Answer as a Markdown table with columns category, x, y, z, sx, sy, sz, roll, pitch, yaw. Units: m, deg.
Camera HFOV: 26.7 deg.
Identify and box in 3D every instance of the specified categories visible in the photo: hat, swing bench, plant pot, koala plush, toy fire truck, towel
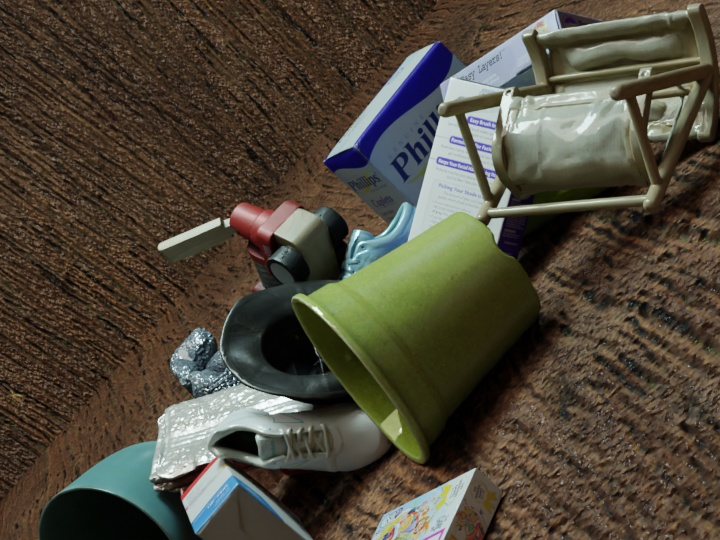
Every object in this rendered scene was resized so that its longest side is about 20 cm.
| category | x | y | z | sx | sy | sz | roll | pitch | yaw |
| --- | --- | --- | --- | --- | --- | --- | --- | --- | --- |
| hat | -0.050 | 0.094 | 1.622 | 0.201 | 0.199 | 0.081 | -60 | -21 | -43 |
| swing bench | 0.217 | -0.149 | 1.443 | 0.198 | 0.131 | 0.200 | -3 | 28 | 39 |
| plant pot | 0.065 | 0.049 | 1.458 | 0.184 | 0.201 | 0.200 | -39 | 10 | -11 |
| koala plush | -0.106 | 0.116 | 1.880 | 0.200 | 0.177 | 0.184 | -44 | 15 | -5 |
| toy fire truck | -0.116 | -0.004 | 1.776 | 0.199 | 0.177 | 0.129 | 25 | 59 | 32 |
| plant pot | -0.245 | 0.293 | 1.762 | 0.200 | 0.201 | 0.161 | -39 | 4 | 37 |
| towel | -0.139 | 0.174 | 1.690 | 0.199 | 0.035 | 0.133 | -19 | 32 | 11 |

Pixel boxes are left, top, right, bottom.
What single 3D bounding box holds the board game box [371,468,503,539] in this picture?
| category | x | y | z | sx | sy | sz | roll | pitch | yaw |
| --- | --- | --- | --- | --- | --- | --- | --- | --- | --- |
| board game box | 0.030 | 0.262 | 1.220 | 0.134 | 0.034 | 0.200 | -36 | 17 | 46 |

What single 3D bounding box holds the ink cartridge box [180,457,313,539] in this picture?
| category | x | y | z | sx | sy | sz | roll | pitch | yaw |
| --- | --- | --- | --- | --- | --- | --- | --- | --- | --- |
| ink cartridge box | -0.118 | 0.258 | 1.571 | 0.067 | 0.116 | 0.200 | -50 | 12 | -4 |

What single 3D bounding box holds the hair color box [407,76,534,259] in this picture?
| category | x | y | z | sx | sy | sz | roll | pitch | yaw |
| --- | --- | --- | --- | --- | --- | --- | --- | --- | --- |
| hair color box | 0.128 | -0.095 | 1.618 | 0.065 | 0.109 | 0.202 | 5 | -79 | -57 |

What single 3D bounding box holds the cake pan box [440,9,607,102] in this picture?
| category | x | y | z | sx | sy | sz | roll | pitch | yaw |
| --- | --- | --- | --- | --- | --- | --- | --- | --- | --- |
| cake pan box | 0.217 | -0.220 | 1.740 | 0.200 | 0.183 | 0.053 | -30 | 64 | 45 |

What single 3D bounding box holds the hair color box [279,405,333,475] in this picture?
| category | x | y | z | sx | sy | sz | roll | pitch | yaw |
| --- | --- | --- | --- | --- | --- | --- | --- | --- | --- |
| hair color box | -0.034 | 0.141 | 1.774 | 0.201 | 0.061 | 0.101 | -54 | 13 | -22 |

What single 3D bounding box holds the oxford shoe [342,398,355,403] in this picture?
| category | x | y | z | sx | sy | sz | roll | pitch | yaw |
| --- | --- | --- | --- | --- | --- | --- | --- | --- | --- |
| oxford shoe | 0.022 | 0.069 | 1.710 | 0.084 | 0.073 | 0.200 | 12 | 52 | 39 |

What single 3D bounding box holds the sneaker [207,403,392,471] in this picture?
| category | x | y | z | sx | sy | sz | roll | pitch | yaw |
| --- | --- | --- | --- | --- | --- | --- | --- | --- | --- |
| sneaker | -0.065 | 0.179 | 1.561 | 0.199 | 0.071 | 0.080 | -5 | 3 | 18 |

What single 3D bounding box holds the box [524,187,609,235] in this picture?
| category | x | y | z | sx | sy | sz | roll | pitch | yaw |
| --- | --- | --- | --- | --- | --- | --- | --- | --- | --- |
| box | 0.195 | -0.116 | 1.663 | 0.200 | 0.047 | 0.123 | -31 | 56 | 54 |

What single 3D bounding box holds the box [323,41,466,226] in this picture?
| category | x | y | z | sx | sy | sz | roll | pitch | yaw |
| --- | --- | --- | --- | --- | --- | --- | --- | --- | --- |
| box | 0.093 | -0.142 | 1.874 | 0.184 | 0.200 | 0.105 | -52 | 13 | -18 |

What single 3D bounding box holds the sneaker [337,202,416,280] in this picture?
| category | x | y | z | sx | sy | sz | roll | pitch | yaw |
| --- | --- | --- | --- | --- | --- | --- | --- | --- | --- |
| sneaker | 0.000 | 0.000 | 1.716 | 0.200 | 0.082 | 0.074 | -40 | 7 | -16 |
